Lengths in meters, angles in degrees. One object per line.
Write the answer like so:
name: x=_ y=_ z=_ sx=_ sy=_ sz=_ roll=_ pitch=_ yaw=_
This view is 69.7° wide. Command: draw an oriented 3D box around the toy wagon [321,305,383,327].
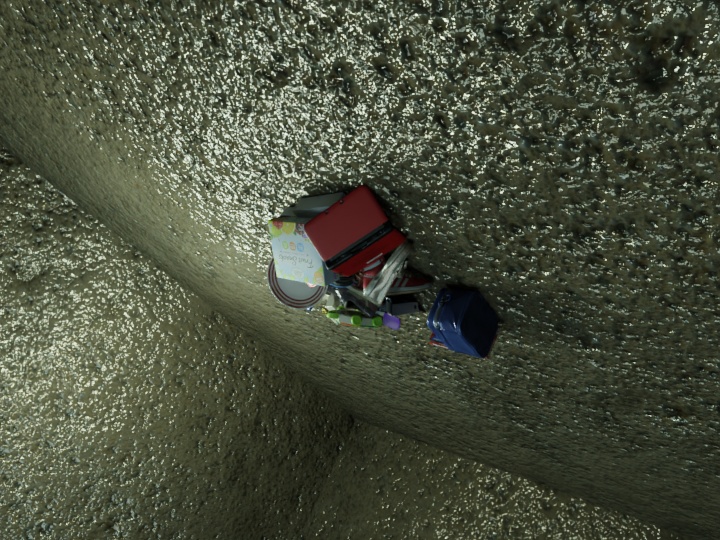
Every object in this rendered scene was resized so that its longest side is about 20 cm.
toy wagon: x=-0.027 y=0.143 z=1.600 sx=0.197 sy=0.040 sz=0.155 roll=5 pitch=-176 yaw=-21

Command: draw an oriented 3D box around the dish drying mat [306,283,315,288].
dish drying mat: x=-0.189 y=-0.037 z=1.529 sx=0.201 sy=0.018 sz=0.077 roll=55 pitch=146 yaw=-4

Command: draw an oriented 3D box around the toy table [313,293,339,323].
toy table: x=-0.111 y=0.088 z=1.823 sx=0.199 sy=0.118 sz=0.183 roll=38 pitch=156 yaw=-15

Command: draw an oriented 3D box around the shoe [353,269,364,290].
shoe: x=0.000 y=0.000 z=1.538 sx=0.071 sy=0.092 sz=0.201 roll=19 pitch=154 yaw=25

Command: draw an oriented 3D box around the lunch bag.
lunch bag: x=0.272 y=0.140 z=1.429 sx=0.131 sy=0.137 sz=0.200 roll=3 pitch=145 yaw=47

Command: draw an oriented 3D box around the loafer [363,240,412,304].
loafer: x=0.085 y=0.008 z=1.385 sx=0.063 sy=0.072 sz=0.201 roll=37 pitch=119 yaw=-2

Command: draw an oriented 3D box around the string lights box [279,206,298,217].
string lights box: x=-0.146 y=-0.104 z=1.545 sx=0.102 sy=0.059 sz=0.200 roll=-1 pitch=142 yaw=46

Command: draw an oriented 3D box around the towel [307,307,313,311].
towel: x=-0.197 y=0.020 z=1.732 sx=0.201 sy=0.024 sz=0.146 roll=52 pitch=135 yaw=24

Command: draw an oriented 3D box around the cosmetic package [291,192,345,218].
cosmetic package: x=-0.074 y=-0.136 z=1.405 sx=0.198 sy=0.052 sz=0.151 roll=2 pitch=146 yaw=49

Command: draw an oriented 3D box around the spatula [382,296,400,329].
spatula: x=0.086 y=0.121 z=1.473 sx=0.056 sy=0.021 sz=0.201 roll=25 pitch=159 yaw=17

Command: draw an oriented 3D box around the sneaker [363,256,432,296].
sneaker: x=0.103 y=0.011 z=1.470 sx=0.196 sy=0.115 sz=0.071 roll=-4 pitch=173 yaw=0

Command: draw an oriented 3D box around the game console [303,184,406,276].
game console: x=-0.011 y=-0.094 z=1.305 sx=0.172 sy=0.198 sz=0.120 roll=23 pitch=-141 yaw=-62

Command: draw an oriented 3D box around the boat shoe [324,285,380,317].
boat shoe: x=-0.032 y=0.083 z=1.545 sx=0.198 sy=0.065 sz=0.072 roll=20 pitch=160 yaw=27

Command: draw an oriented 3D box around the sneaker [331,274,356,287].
sneaker: x=-0.094 y=-0.025 z=1.478 sx=0.199 sy=0.071 sz=0.083 roll=41 pitch=149 yaw=-6

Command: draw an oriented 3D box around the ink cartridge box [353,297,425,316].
ink cartridge box: x=0.079 y=0.108 z=1.657 sx=0.196 sy=0.044 sz=0.199 roll=7 pitch=-177 yaw=38

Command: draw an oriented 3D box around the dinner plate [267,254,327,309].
dinner plate: x=-0.190 y=0.020 z=1.584 sx=0.198 sy=0.202 sz=0.024 roll=29 pitch=-165 yaw=3

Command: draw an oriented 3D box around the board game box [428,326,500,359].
board game box: x=0.307 y=0.194 z=1.541 sx=0.198 sy=0.104 sz=0.020 roll=9 pitch=149 yaw=40

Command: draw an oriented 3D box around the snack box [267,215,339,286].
snack box: x=-0.156 y=-0.057 z=1.412 sx=0.198 sy=0.067 sz=0.172 roll=10 pitch=114 yaw=41
